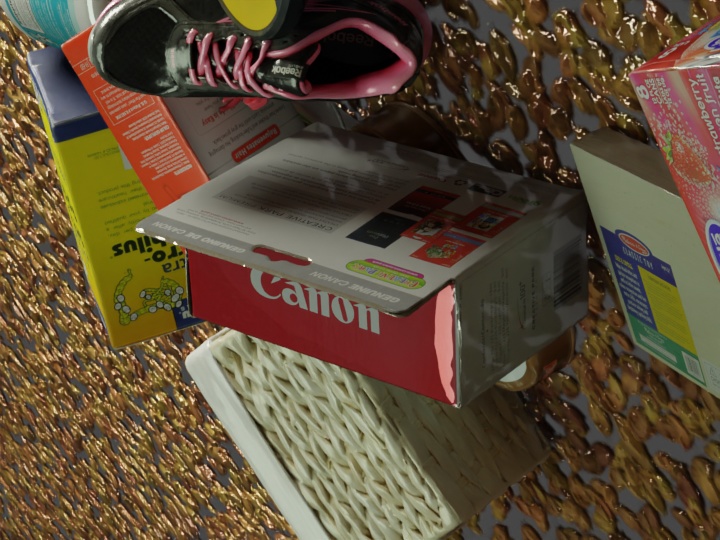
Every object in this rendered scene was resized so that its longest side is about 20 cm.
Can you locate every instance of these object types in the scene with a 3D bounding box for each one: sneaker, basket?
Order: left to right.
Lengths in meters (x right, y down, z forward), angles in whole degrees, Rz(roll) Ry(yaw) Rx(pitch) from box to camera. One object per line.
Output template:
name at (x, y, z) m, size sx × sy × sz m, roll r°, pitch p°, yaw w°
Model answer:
sneaker at (-0.056, -0.126, 1.292) m, size 0.095 × 0.199 × 0.079 m, roll -99°, pitch 7°, yaw -66°
basket at (0.009, 0.090, 1.484) m, size 0.123 × 0.135 × 0.200 m, roll -38°, pitch 85°, yaw 42°

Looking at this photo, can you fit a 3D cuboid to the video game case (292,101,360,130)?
video game case at (-0.048, -0.061, 1.587) m, size 0.182 × 0.022 × 0.200 m, roll 39°, pitch 150°, yaw 38°

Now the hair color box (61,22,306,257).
hair color box at (-0.091, -0.083, 1.437) m, size 0.061 × 0.101 × 0.200 m, roll -23°, pitch 100°, yaw 45°

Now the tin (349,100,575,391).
tin at (0.058, -0.013, 1.418) m, size 0.200 × 0.042 × 0.112 m, roll 53°, pitch 161°, yaw 10°

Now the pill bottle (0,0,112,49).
pill bottle at (-0.181, -0.201, 1.563) m, size 0.200 × 0.111 × 0.111 m, roll 23°, pitch 139°, yaw 54°

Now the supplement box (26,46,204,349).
supplement box at (-0.160, -0.063, 1.650) m, size 0.109 × 0.109 × 0.200 m, roll -118°, pitch 14°, yaw -53°

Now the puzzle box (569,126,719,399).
puzzle box at (0.182, 0.009, 1.170) m, size 0.200 × 0.025 × 0.133 m, roll 36°, pitch 151°, yaw 60°

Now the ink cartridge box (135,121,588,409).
ink cartridge box at (0.000, 0.000, 1.298) m, size 0.200 × 0.175 × 0.084 m, roll 17°, pitch 123°, yaw 35°

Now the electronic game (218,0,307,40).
electronic game at (-0.066, -0.221, 1.209) m, size 0.200 × 0.041 × 0.201 m, roll 167°, pitch 90°, yaw -73°

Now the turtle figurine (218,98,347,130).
turtle figurine at (-0.060, -0.179, 1.377) m, size 0.200 × 0.100 × 0.150 m, roll 62°, pitch 153°, yaw 9°

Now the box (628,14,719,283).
box at (0.215, -0.025, 1.008) m, size 0.095 × 0.100 × 0.200 m, roll 3°, pitch 122°, yaw 62°
